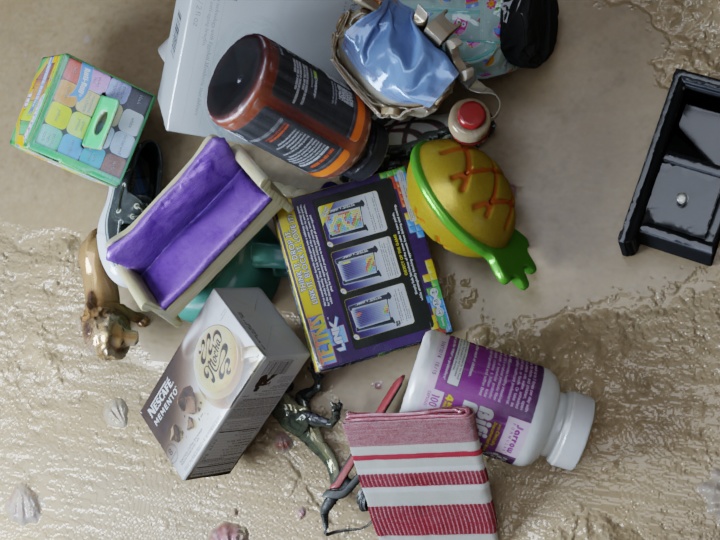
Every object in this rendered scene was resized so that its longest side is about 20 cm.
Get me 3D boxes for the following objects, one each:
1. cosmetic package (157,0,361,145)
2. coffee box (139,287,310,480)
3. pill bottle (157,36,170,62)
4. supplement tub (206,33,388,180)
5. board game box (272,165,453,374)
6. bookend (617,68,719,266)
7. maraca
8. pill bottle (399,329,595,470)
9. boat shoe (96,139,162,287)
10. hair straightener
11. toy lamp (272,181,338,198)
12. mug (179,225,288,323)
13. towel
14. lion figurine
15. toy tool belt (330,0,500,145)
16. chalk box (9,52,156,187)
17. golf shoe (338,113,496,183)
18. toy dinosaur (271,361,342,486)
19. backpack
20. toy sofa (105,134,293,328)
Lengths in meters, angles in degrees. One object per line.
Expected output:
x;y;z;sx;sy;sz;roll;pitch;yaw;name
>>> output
-0.115;-0.255;1.353;0.198;0.123;0.201;7;113;-19;cosmetic package
-0.160;0.131;1.354;0.113;0.079;0.201;50;119;29;coffee box
-0.147;-0.304;1.455;0.200;0.113;0.114;-40;72;6;pill bottle
-0.062;-0.167;1.270;0.106;0.199;0.108;-27;51;38;supplement tub
0.000;0.000;1.349;0.164;0.057;0.202;-15;85;-6;board game box
0.405;-0.088;1.267;0.197;0.092;0.202;20;87;18;bookend
0.127;-0.064;1.312;0.107;0.137;0.200;-38;96;33;maraca
0.149;0.147;1.280;0.198;0.112;0.113;18;85;4;pill bottle
-0.280;-0.076;1.447;0.056;0.068;0.202;-30;49;36;boat shoe
0.023;0.223;1.341;0.077;0.041;0.201;33;80;4;hair straightener
-0.091;-0.095;1.433;0.198;0.058;0.059;18;86;19;toy lamp
-0.171;-0.020;1.411;0.184;0.114;0.153;-34;73;8;mug
0.070;0.229;1.280;0.142;0.201;0.023;-4;35;16;towel
-0.316;0.020;1.442;0.072;0.122;0.202;-24;74;11;lion figurine
0.060;-0.217;1.241;0.199;0.123;0.125;39;81;7;toy tool belt
-0.339;-0.183;1.430;0.123;0.200;0.126;24;86;-25;chalk box
0.060;-0.165;1.392;0.198;0.077;0.089;-17;69;12;golf shoe
-0.064;0.168;1.384;0.200;0.047;0.088;48;113;16;toy dinosaur
0.116;-0.286;1.358;0.198;0.167;0.128;6;87;23;backpack
-0.181;-0.044;1.295;0.200;0.098;0.083;-45;48;3;toy sofa
